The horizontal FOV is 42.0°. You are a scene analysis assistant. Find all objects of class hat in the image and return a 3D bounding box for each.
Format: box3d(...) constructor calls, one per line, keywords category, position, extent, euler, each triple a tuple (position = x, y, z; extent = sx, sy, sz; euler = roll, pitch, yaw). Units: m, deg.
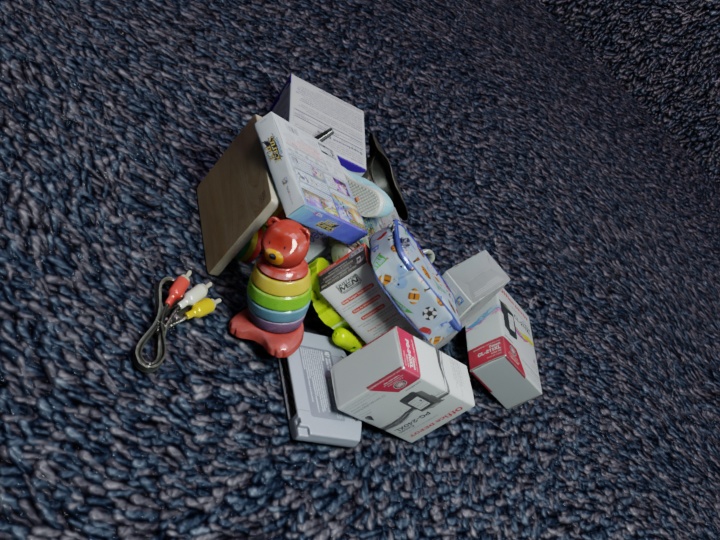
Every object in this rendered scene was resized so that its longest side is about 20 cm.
box3d(category="hat", position=(0.027, -0.179, 1.938), extent=(0.201, 0.080, 0.203), euler=(155, -89, -87))

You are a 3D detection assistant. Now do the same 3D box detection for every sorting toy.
box3d(category="sorting toy", position=(-0.191, -0.120, 1.594), extent=(0.069, 0.199, 0.202), euler=(18, 42, -36))

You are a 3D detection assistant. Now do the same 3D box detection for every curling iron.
box3d(category="curling iron", position=(-0.129, -0.205, 1.781), extent=(0.199, 0.026, 0.050), euler=(-40, 73, -11))

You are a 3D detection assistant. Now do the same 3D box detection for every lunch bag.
box3d(category="lunch bag", position=(0.087, 0.013, 1.532), extent=(0.201, 0.075, 0.161), euler=(54, 15, -20))

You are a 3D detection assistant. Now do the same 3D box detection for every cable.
box3d(category="cable", position=(-0.295, 0.068, 1.432), extent=(0.097, 0.050, 0.200), euler=(41, 36, -4))

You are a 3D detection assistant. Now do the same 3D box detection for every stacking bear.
box3d(category="stacking bear", position=(-0.128, 0.014, 1.487), extent=(0.120, 0.203, 0.114), euler=(24, 33, 19))

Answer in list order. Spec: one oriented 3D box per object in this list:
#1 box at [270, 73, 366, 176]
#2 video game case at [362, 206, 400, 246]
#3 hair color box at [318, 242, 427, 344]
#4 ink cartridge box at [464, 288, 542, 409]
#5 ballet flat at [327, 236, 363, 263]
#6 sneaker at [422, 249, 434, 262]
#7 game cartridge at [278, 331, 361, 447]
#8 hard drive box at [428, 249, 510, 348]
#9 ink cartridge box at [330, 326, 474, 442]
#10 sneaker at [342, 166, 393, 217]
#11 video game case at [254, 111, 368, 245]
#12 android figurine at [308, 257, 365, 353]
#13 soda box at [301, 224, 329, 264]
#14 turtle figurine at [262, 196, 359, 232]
box3d(category="box", position=(-0.090, -0.269, 1.910), extent=(0.182, 0.105, 0.202), euler=(23, 40, -23))
box3d(category="video game case", position=(0.048, -0.013, 1.790), extent=(0.181, 0.022, 0.203), euler=(-20, 88, -54))
box3d(category="hair color box", position=(0.026, 0.060, 1.575), extent=(0.200, 0.101, 0.062), euler=(49, 18, -31))
box3d(category="ink cartridge box", position=(0.271, 0.139, 1.812), extent=(0.146, 0.082, 0.202), euler=(44, 31, -35))
box3d(category="ballet flat", position=(0.000, 0.000, 1.650), extent=(0.200, 0.068, 0.075), euler=(45, 48, 9))
box3d(category="sneaker", position=(0.082, 0.024, 1.723), extent=(0.074, 0.088, 0.201), euler=(50, 41, -22))
box3d(category="game cartridge", position=(-0.065, 0.193, 1.530), extent=(0.132, 0.041, 0.202), euler=(12, 46, -29))
box3d(category="hard drive box", position=(0.159, 0.070, 1.716), extent=(0.077, 0.200, 0.155), euler=(49, 36, 12))
box3d(category="ink cartridge box", position=(0.071, 0.190, 1.526), extent=(0.199, 0.144, 0.084), euler=(31, 35, -41))
box3d(category="sneaker", position=(-0.020, -0.152, 1.789), extent=(0.199, 0.075, 0.082), euler=(38, 14, 29))
box3d(category="video game case", position=(-0.081, -0.148, 1.561), extent=(0.199, 0.045, 0.183), euler=(23, 40, -57))
box3d(category="android figurine", position=(-0.041, 0.056, 1.628), extent=(0.199, 0.041, 0.184), euler=(35, 29, -51))
box3d(category="soda box", position=(-0.094, -0.047, 1.714), extent=(0.063, 0.068, 0.200), euler=(45, 36, 3))
box3d(category="turtle figurine", position=(-0.114, -0.118, 1.684), extent=(0.161, 0.197, 0.065), euler=(-38, 124, -50))
